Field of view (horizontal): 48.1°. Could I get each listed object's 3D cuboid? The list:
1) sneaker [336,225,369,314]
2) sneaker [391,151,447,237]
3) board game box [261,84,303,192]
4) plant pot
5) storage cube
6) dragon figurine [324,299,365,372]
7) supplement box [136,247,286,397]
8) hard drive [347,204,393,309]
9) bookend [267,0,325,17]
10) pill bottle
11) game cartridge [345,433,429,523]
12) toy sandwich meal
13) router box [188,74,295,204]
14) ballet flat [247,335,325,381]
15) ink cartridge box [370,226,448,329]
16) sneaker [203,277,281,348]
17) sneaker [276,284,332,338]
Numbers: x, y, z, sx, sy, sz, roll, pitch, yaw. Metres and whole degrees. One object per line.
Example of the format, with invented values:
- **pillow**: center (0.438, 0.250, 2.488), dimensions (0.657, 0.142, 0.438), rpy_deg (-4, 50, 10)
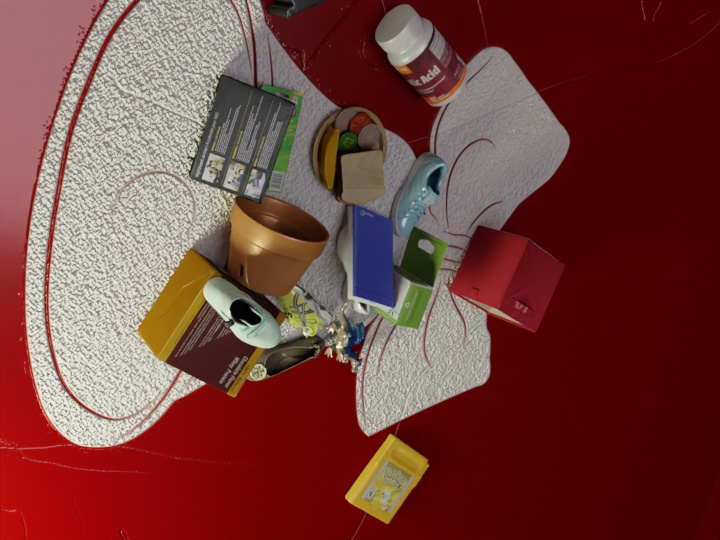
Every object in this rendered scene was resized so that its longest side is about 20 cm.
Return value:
- **sneaker**: center (0.000, 0.000, 1.779), dimensions (0.074, 0.088, 0.204), rpy_deg (-18, 118, -24)
- **sneaker**: center (0.132, -0.163, 1.802), dimensions (0.073, 0.082, 0.203), rpy_deg (14, 101, -36)
- **board game box**: center (-0.177, -0.259, 1.590), dimensions (0.094, 0.030, 0.203), rpy_deg (4, 110, -35)
- **plant pot**: center (-0.175, -0.043, 1.582), dimensions (0.197, 0.200, 0.142), rpy_deg (10, 113, -36)
- **storage cube**: center (0.353, 0.018, 1.960), dimensions (0.170, 0.199, 0.182), rpy_deg (28, 87, -37)
- **dragon figurine**: center (-0.028, 0.142, 1.828), dimensions (0.099, 0.058, 0.204), rpy_deg (-26, 126, -55)
- **supplement box**: center (-0.293, 0.104, 1.599), dimensions (0.199, 0.132, 0.199), rpy_deg (34, 89, -38)
- **hard drive**: center (0.023, -0.028, 1.745), dimensions (0.131, 0.025, 0.204), rpy_deg (19, 65, -45)
- **bookend**: center (-0.096, -0.594, 1.462), dimensions (0.198, 0.092, 0.201), rpy_deg (-30, 122, -18)
- **pill bottle**: center (0.126, -0.441, 1.660), dimensions (0.199, 0.114, 0.115), rpy_deg (37, 88, -38)
- **game cartridge**: center (0.076, 0.542, 2.095), dimensions (0.176, 0.032, 0.201), rpy_deg (39, 87, -38)
- **toy sandwich meal**: center (-0.012, -0.235, 1.682), dimensions (0.202, 0.070, 0.209), rpy_deg (-14, 117, -29)
- **router box**: center (-0.224, -0.246, 1.521), dimensions (0.147, 0.051, 0.203), rpy_deg (18, 98, -18)
- **ballet flat**: center (-0.163, 0.194, 1.778), dimensions (0.197, 0.046, 0.069), rpy_deg (-18, 118, -27)
- **ink cartridge box**: center (0.098, 0.007, 1.811), dimensions (0.075, 0.147, 0.203), rpy_deg (12, 102, -35)
- **sneaker**: center (-0.201, 0.101, 1.499), dimensions (0.074, 0.118, 0.200), rpy_deg (-50, 128, -7)
- **sneaker**: center (-0.138, 0.077, 1.728), dimensions (0.077, 0.075, 0.200), rpy_deg (-51, 127, -6)
